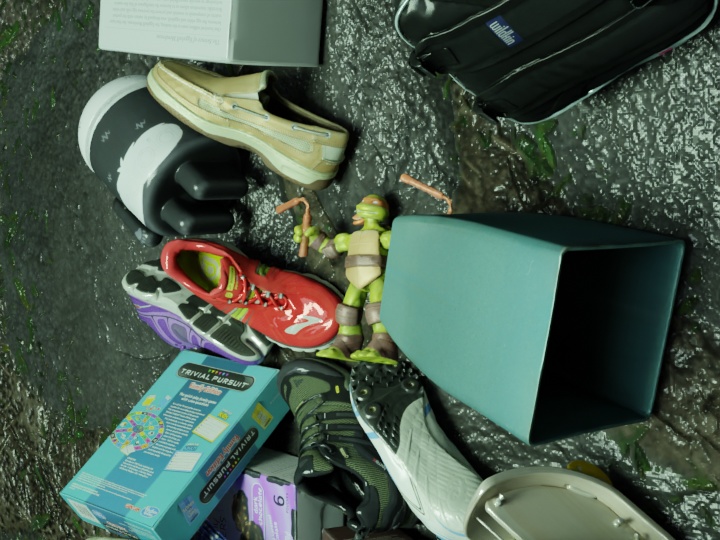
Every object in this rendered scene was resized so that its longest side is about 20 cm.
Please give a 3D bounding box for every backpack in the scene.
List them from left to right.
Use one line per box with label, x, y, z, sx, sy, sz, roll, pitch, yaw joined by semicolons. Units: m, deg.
backpack;0.142;-0.212;0.797;0.199;0.177;0.151;-20;51;42

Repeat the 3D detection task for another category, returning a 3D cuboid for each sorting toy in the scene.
sorting toy;0.164;0.262;0.896;0.200;0.107;0.181;41;133;21

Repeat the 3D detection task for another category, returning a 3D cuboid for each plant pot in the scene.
plant pot;0.115;0.022;0.882;0.200;0.141;0.142;24;111;46

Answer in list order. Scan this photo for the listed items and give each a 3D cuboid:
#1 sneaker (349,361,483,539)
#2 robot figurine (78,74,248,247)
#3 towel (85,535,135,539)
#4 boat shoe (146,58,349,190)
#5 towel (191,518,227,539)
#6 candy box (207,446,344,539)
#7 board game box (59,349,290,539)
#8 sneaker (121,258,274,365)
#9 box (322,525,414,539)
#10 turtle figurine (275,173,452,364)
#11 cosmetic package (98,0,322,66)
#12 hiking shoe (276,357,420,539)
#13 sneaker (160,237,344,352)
sneaker;0.047;0.159;1.009;0.200;0.072;0.073;56;156;31
robot figurine;-0.200;-0.115;1.166;0.150;0.125;0.200;-44;58;-9
towel;-0.173;0.336;1.097;0.200;0.035;0.193;-12;117;54
boat shoe;-0.100;-0.155;1.064;0.199;0.072;0.076;27;122;-1
towel;-0.101;0.332;1.095;0.200;0.024;0.145;31;129;32
candy box;-0.110;0.268;1.160;0.199;0.071;0.169;6;100;42
board game box;-0.178;0.174;1.136;0.150;0.200;0.047;7;137;42
sneaker;-0.163;0.052;1.198;0.199;0.081;0.084;25;137;36
box;0.032;0.293;0.981;0.200;0.075;0.101;-167;74;-67
turtle figurine;0.000;0.000;1.029;0.199;0.064;0.162;2;82;36
cosmetic package;-0.140;-0.300;1.085;0.199;0.123;0.201;15;104;41
hiking shoe;-0.026;0.157;1.049;0.200;0.100;0.076;47;123;28
sneaker;-0.107;0.023;1.094;0.199;0.085;0.077;20;91;19
